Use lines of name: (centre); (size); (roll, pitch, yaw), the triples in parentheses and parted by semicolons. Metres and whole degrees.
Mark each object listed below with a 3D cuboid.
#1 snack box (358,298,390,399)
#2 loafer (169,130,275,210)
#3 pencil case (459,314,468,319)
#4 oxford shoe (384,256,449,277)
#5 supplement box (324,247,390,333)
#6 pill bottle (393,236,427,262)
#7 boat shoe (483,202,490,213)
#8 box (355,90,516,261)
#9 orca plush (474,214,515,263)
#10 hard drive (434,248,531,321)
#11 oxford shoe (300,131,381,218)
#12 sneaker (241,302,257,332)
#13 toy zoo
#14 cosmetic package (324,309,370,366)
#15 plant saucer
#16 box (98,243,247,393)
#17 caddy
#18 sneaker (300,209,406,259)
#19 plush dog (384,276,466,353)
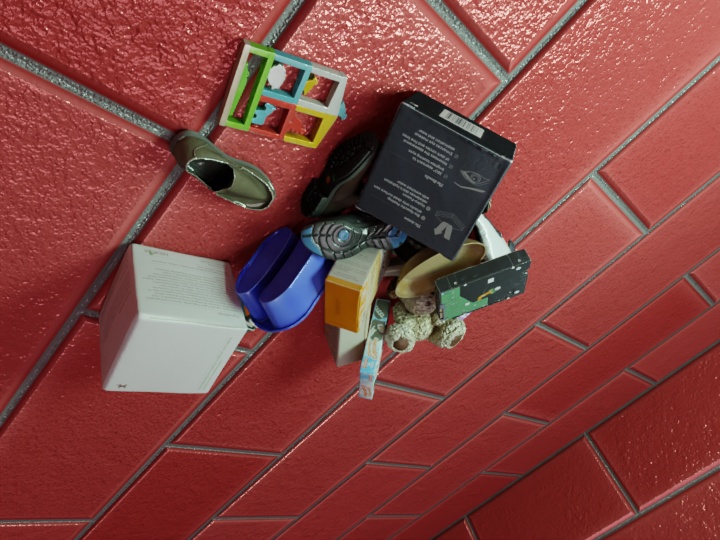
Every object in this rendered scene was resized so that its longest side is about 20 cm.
snack box: (0.033, 0.180, 1.267); (0.037, 0.202, 0.117); (10, 141, 7)
loafer: (-0.216, -0.143, 0.878); (0.075, 0.070, 0.199); (-43, 138, 20)
pencil case: (0.277, 0.043, 1.340); (0.200, 0.086, 0.084); (-43, 172, 20)
oxford shoe: (0.117, -0.004, 1.183); (0.197, 0.075, 0.059); (-9, 108, -3)
supplement box: (0.000, 0.000, 1.051); (0.073, 0.201, 0.127); (16, 139, 11)
pill bottle: (0.146, -0.107, 1.078); (0.111, 0.112, 0.201); (8, 130, -34)
boat shoe: (0.238, -0.146, 1.114); (0.074, 0.074, 0.201); (9, 129, -35)
box: (0.126, -0.160, 0.924); (0.195, 0.118, 0.201); (30, 122, 4)
orca plush: (0.276, -0.049, 1.227); (0.200, 0.071, 0.106); (45, 67, -21)
hard drive: (0.253, 0.034, 1.147); (0.198, 0.038, 0.140); (-21, 148, -1)
oxford shoe: (-0.021, -0.164, 0.965); (0.084, 0.073, 0.200); (11, 140, -39)
sneaker: (-0.199, 0.081, 1.122); (0.200, 0.080, 0.071); (-41, 138, 18)
toy zoo: (-0.107, -0.263, 0.845); (0.198, 0.021, 0.132); (7, 130, -33)
cosmetic package: (-0.033, 0.112, 1.229); (0.072, 0.104, 0.201); (-13, 140, -16)
plant saucer: (0.152, -0.011, 1.080); (0.198, 0.036, 0.201); (-21, 158, -9)
box: (-0.344, 0.094, 0.987); (0.198, 0.172, 0.200); (13, 128, -37)
caddy: (-0.135, 0.018, 1.014); (0.201, 0.140, 0.105); (-56, 142, -23)
sneaker: (-0.017, -0.070, 0.986); (0.197, 0.082, 0.074); (-4, 121, -23)
plush dog: (0.138, 0.080, 1.274); (0.197, 0.161, 0.174); (-1, 111, -17)
